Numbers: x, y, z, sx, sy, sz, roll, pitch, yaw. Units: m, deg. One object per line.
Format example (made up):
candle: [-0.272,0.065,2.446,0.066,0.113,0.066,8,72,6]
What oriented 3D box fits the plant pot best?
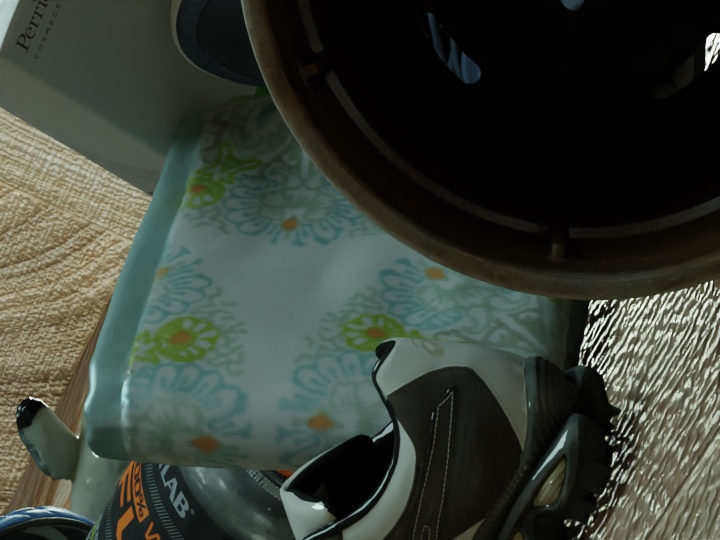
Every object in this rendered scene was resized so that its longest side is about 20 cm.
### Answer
plant pot: [0.070,-0.104,0.895,0.198,0.200,0.201,-67,3,-82]

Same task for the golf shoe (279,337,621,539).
golf shoe: [0.008,0.105,0.985,0.078,0.094,0.200,-88,21,-67]

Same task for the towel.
towel: [0.000,0.000,1.086,0.200,0.170,0.048,-75,-20,-49]

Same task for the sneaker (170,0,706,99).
sneaker: [0.028,-0.083,1.075,0.146,0.201,0.077,-92,-2,-65]

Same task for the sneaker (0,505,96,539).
sneaker: [-0.109,0.164,1.284,0.071,0.199,0.083,-48,42,13]

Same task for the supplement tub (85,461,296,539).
supplement tub: [-0.037,0.101,1.182,0.123,0.122,0.200,-74,11,-45]

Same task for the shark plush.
shark plush: [-0.094,0.127,1.413,0.083,0.091,0.201,-39,-63,-70]

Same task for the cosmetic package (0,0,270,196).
cosmetic package: [-0.096,-0.102,1.182,0.200,0.085,0.108,30,-102,-54]
